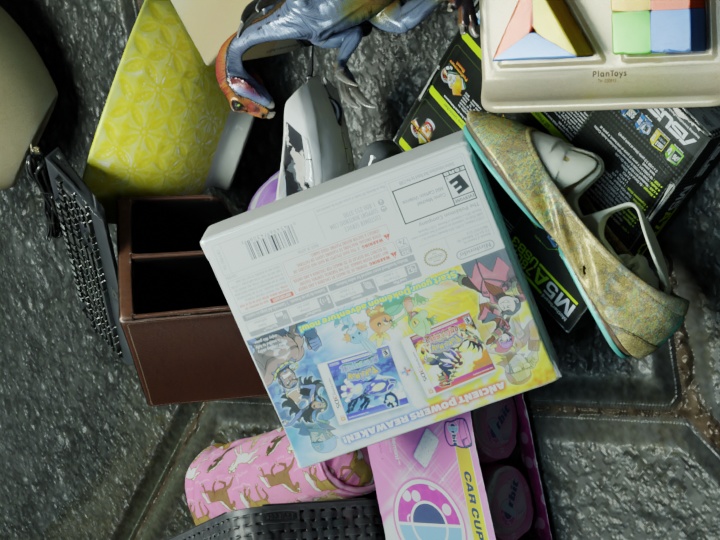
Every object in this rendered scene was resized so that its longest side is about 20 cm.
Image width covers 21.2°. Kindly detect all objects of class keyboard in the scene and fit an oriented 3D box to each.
[{"bbox_3d":[-0.219,-0.020,1.484,0.127,0.021,0.201,50,157,31],"label":"keyboard"}]

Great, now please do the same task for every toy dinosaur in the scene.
[{"bbox_3d":[-0.010,-0.172,1.322,0.180,0.200,0.106,-12,114,30],"label":"toy dinosaur"}]

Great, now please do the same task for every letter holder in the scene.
[{"bbox_3d":[-0.109,0.024,1.510,0.200,0.141,0.101,89,177,-68],"label":"letter holder"}]

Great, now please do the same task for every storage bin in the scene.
[{"bbox_3d":[-0.073,0.246,1.525,0.200,0.134,0.094,-33,61,56],"label":"storage bin"}]

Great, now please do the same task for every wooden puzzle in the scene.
[{"bbox_3d":[0.151,-0.203,1.226,0.184,0.046,0.202,1,93,32],"label":"wooden puzzle"}]

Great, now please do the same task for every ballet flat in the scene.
[{"bbox_3d":[0.146,-0.037,1.262,0.201,0.070,0.071,56,133,12],"label":"ballet flat"}]

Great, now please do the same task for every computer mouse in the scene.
[{"bbox_3d":[-0.024,-0.102,1.397,0.044,0.110,0.202,4,92,22],"label":"computer mouse"}]

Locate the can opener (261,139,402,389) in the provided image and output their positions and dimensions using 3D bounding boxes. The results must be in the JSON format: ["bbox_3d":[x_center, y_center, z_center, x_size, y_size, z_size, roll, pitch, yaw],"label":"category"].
[{"bbox_3d":[-0.015,0.005,1.373,0.053,0.067,0.201,35,117,28],"label":"can opener"}]

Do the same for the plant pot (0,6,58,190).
[{"bbox_3d":[-0.343,-0.144,1.683,0.134,0.201,0.201,25,127,-7],"label":"plant pot"}]

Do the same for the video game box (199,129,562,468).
[{"bbox_3d":[0.016,0.021,1.332,0.199,0.047,0.183,-19,104,11],"label":"video game box"}]

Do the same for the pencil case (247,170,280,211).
[{"bbox_3d":[0.000,0.000,1.459,0.200,0.084,0.086,40,155,29],"label":"pencil case"}]

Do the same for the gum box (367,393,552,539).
[{"bbox_3d":[0.076,0.178,1.446,0.113,0.066,0.201,-5,100,45],"label":"gum box"}]

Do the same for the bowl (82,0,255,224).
[{"bbox_3d":[-0.140,-0.117,1.508,0.107,0.201,0.201,20,123,-4],"label":"bowl"}]

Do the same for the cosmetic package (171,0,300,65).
[{"bbox_3d":[-0.042,-0.236,1.404,0.200,0.105,0.071,-40,74,44],"label":"cosmetic package"}]

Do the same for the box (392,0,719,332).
[{"bbox_3d":[0.135,-0.094,1.321,0.200,0.047,0.194,48,133,21],"label":"box"}]

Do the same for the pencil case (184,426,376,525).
[{"bbox_3d":[-0.062,0.161,1.558,0.200,0.086,0.083,-26,75,45],"label":"pencil case"}]
